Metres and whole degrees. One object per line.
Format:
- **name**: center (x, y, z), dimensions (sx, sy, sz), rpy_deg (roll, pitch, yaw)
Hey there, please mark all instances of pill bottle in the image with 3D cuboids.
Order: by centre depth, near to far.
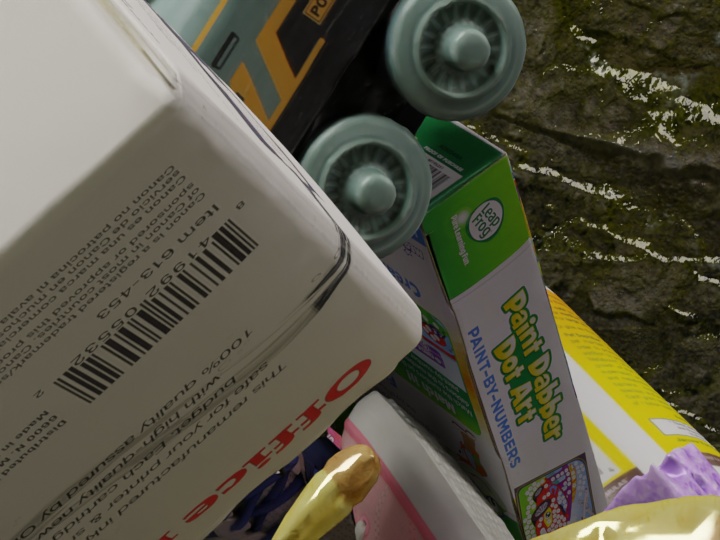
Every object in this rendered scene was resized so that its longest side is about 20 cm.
- **pill bottle**: center (0.071, 0.076, 1.113), dimensions (0.200, 0.109, 0.109), rpy_deg (47, 0, 42)

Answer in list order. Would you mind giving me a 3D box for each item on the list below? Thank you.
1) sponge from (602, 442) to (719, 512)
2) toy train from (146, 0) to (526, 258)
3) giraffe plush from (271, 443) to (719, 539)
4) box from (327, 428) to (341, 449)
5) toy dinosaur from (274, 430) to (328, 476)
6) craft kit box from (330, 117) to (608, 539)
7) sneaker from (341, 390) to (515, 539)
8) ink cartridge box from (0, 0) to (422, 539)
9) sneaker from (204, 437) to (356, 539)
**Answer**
- **sponge**: center (0.072, 0.156, 0.788), dimensions (0.112, 0.200, 0.030), rpy_deg (49, 37, 18)
- **toy train**: center (-0.035, -0.048, 0.831), dimensions (0.114, 0.201, 0.085), rpy_deg (33, -1, -24)
- **giraffe plush**: center (0.036, 0.159, 0.687), dimensions (0.199, 0.173, 0.163), rpy_deg (14, -33, 37)
- **box**: center (0.026, 0.141, 1.223), dimensions (0.100, 0.095, 0.200), rpy_deg (47, 3, -45)
- **toy dinosaur**: center (-0.097, 0.044, 0.759), dimensions (0.135, 0.103, 0.200), rpy_deg (21, -4, 42)
- **craft kit box**: center (0.000, 0.000, 1.001), dimensions (0.200, 0.048, 0.198), rpy_deg (36, -28, 43)
- **sneaker**: center (0.021, 0.139, 0.915), dimensions (0.201, 0.104, 0.075), rpy_deg (57, 8, 31)
- **ink cartridge box**: center (-0.082, 0.011, 0.531), dimensions (0.084, 0.145, 0.200), rpy_deg (50, 2, 18)
- **sneaker**: center (-0.061, 0.065, 0.926), dimensions (0.200, 0.075, 0.088), rpy_deg (37, -6, -30)
